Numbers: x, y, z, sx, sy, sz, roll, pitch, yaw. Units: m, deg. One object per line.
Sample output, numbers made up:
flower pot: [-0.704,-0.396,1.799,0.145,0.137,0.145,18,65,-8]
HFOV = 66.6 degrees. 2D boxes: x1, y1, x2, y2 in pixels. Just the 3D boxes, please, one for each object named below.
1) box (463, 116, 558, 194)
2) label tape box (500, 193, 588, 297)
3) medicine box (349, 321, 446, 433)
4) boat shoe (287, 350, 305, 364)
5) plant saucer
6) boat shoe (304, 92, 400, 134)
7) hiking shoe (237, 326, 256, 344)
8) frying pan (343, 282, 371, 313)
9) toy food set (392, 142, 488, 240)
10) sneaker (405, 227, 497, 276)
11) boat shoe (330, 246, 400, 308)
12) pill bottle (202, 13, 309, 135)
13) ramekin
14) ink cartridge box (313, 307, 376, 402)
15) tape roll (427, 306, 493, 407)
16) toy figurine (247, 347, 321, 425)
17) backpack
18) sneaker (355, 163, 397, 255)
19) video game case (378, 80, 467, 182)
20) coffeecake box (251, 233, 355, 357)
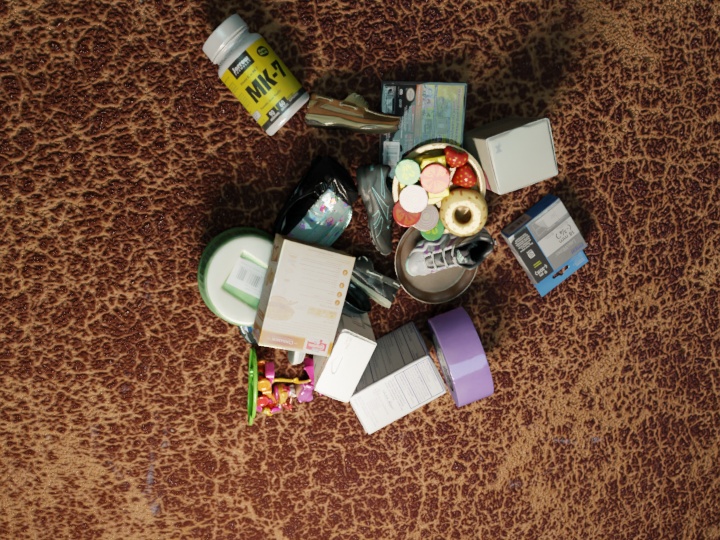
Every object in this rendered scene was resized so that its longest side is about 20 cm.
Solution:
box: [0.292,-0.237,1.105,0.124,0.201,0.112,-18,107,1]
label tape box: [0.433,-0.047,1.248,0.143,0.063,0.201,-37,106,6]
medicine box: [0.070,0.234,1.228,0.196,0.183,0.105,-28,109,3]
boat shoe: [-0.110,0.109,1.210,0.063,0.074,0.208,19,78,-21]
plant saucer: [0.170,-0.027,1.241,0.194,0.035,0.207,-2,106,-7]
boat shoe: [-0.016,-0.321,1.105,0.193,0.076,0.076,7,97,1]
hiking shoe: [-0.234,0.066,1.201,0.084,0.075,0.206,-8,107,-3]
frying pan: [-0.047,0.046,1.174,0.188,0.116,0.031,19,118,-47]
toy food set: [0.155,-0.155,1.103,0.192,0.049,0.205,-6,121,14]
sneaker: [0.192,-0.033,1.150,0.196,0.140,0.079,-28,108,2]
boat shoe: [0.000,0.000,1.215,0.198,0.072,0.068,36,83,-6]
pill bottle: [-0.201,-0.375,1.055,0.114,0.115,0.201,-41,107,7]
ramekin: [-0.231,0.015,1.114,0.194,0.097,0.207,-2,96,-18]
ink cartridge box: [-0.040,0.165,1.186,0.081,0.201,0.150,23,104,-13]
tape roll: [0.221,0.192,1.224,0.083,0.201,0.205,-18,108,0]
toy figurine: [-0.163,0.271,1.255,0.178,0.152,0.204,1,129,-16]
backpack: [-0.093,-0.118,1.125,0.125,0.168,0.201,35,106,-20]
sneaker: [0.048,-0.128,1.163,0.077,0.076,0.205,-12,116,10]
video game case: [0.128,-0.286,1.143,0.175,0.026,0.206,4,106,8]
coffeecake box: [-0.112,0.050,1.067,0.150,0.073,0.206,13,96,-25]
